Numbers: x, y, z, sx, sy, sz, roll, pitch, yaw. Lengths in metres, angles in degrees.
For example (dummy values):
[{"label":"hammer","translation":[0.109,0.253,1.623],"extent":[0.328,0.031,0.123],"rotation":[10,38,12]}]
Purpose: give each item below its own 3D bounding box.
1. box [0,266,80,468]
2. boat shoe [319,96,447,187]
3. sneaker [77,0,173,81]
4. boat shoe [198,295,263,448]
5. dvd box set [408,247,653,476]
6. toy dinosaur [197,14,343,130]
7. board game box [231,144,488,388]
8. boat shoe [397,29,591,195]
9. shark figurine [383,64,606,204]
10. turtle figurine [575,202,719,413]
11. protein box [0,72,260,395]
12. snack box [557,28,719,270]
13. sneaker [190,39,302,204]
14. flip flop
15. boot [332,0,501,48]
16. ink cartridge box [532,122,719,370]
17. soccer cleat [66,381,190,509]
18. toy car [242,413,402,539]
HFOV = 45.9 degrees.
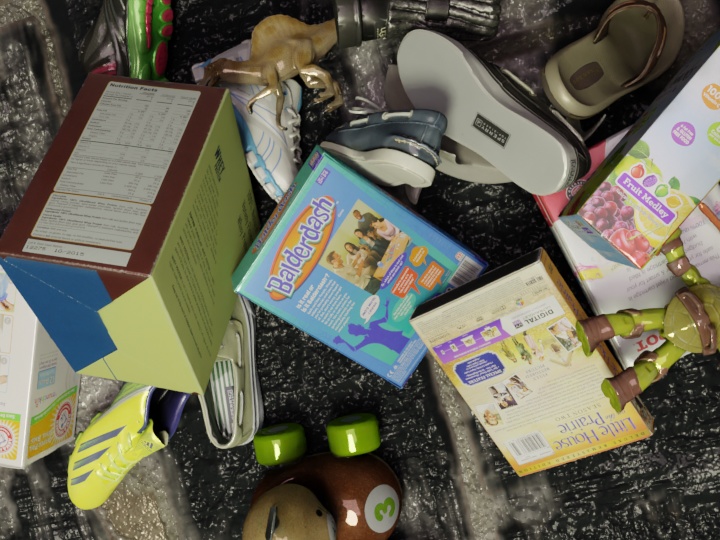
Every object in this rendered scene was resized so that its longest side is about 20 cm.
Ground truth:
[{"label":"box","translation":[-0.359,0.087,0.886],"extent":[0.100,0.112,0.203],"rotation":[8,94,8]},{"label":"boat shoe","translation":[0.018,-0.119,0.777],"extent":[0.074,0.200,0.062],"rotation":[26,88,-19]},{"label":"sneaker","translation":[-0.246,-0.201,0.877],"extent":[0.083,0.077,0.203],"rotation":[13,93,26]},{"label":"boat shoe","translation":[-0.142,0.082,0.873],"extent":[0.071,0.062,0.203],"rotation":[-14,90,10]},{"label":"dvd box set","translation":[0.157,0.091,0.786],"extent":[0.145,0.029,0.201],"rotation":[-28,106,33]},{"label":"toy dinosaur","translation":[-0.054,-0.200,0.804],"extent":[0.198,0.058,0.102],"rotation":[-28,85,-12]},{"label":"board game box","translation":[0.000,0.000,0.811],"extent":[0.199,0.045,0.153],"rotation":[32,99,-21]},{"label":"boat shoe","translation":[0.114,-0.140,0.743],"extent":[0.200,0.063,0.071],"rotation":[46,130,19]},{"label":"shark figurine","translation":[0.112,-0.114,0.805],"extent":[0.212,0.089,0.130],"rotation":[13,97,11]},{"label":"turtle figurine","translation":[0.270,0.055,0.701],"extent":[0.160,0.064,0.202],"rotation":[-25,91,-1]},{"label":"protein box","translation":[-0.192,-0.031,0.766],"extent":[0.133,0.200,0.202],"rotation":[8,57,9]},{"label":"snack box","translation":[0.245,-0.100,0.656],"extent":[0.068,0.169,0.200],"rotation":[41,97,4]},{"label":"sneaker","translation":[-0.084,-0.142,0.846],"extent":[0.086,0.075,0.201],"rotation":[-33,88,5]},{"label":"flip flop","translation":[0.233,-0.201,0.748],"extent":[0.199,0.058,0.081],"rotation":[-36,84,-31]},{"label":"boot","translation":[0.045,-0.305,0.804],"extent":[0.155,0.080,0.214],"rotation":[-7,76,-2]},{"label":"ink cartridge box","translation":[0.263,-0.026,0.784],"extent":[0.144,0.083,0.202],"rotation":[-27,89,9]},{"label":"soccer cleat","translation":[-0.240,0.175,0.886],"extent":[0.084,0.064,0.201],"rotation":[38,98,36]},{"label":"toy car","translation":[-0.046,0.243,0.797],"extent":[0.156,0.200,0.167],"rotation":[-10,92,10]}]
